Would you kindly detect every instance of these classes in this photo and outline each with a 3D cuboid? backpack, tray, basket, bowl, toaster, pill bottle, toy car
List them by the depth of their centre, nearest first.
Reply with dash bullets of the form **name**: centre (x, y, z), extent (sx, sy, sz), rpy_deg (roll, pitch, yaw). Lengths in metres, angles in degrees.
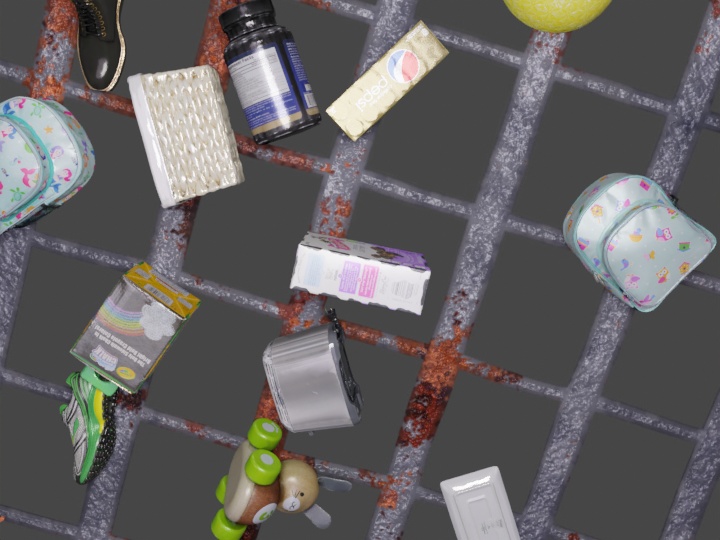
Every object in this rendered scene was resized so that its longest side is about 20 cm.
- **bowl**: centre (0.308, -0.463, 1.146), extent (0.200, 0.108, 0.200), rpy_deg (0, 100, 0)
- **pill bottle**: centre (-0.142, -0.302, 1.177), extent (0.112, 0.112, 0.200), rpy_deg (-19, 99, 4)
- **basket**: centre (-0.261, -0.208, 1.187), extent (0.123, 0.136, 0.200), rpy_deg (-13, 100, -1)
- **backpack**: centre (-0.525, -0.172, 1.193), extent (0.200, 0.151, 0.178), rpy_deg (-30, 97, 1)
- **backpack**: centre (0.425, -0.052, 1.201), extent (0.200, 0.153, 0.176), rpy_deg (42, 103, 0)
- **toaster**: centre (-0.078, 0.172, 1.263), extent (0.129, 0.114, 0.200), rpy_deg (-14, 102, 5)
- **toy car**: centre (-0.123, 0.372, 1.290), extent (0.200, 0.158, 0.164), rpy_deg (24, 112, -16)
- **tray**: centre (0.219, 0.450, 1.356), extent (0.107, 0.022, 0.200), rpy_deg (-18, 100, 3)

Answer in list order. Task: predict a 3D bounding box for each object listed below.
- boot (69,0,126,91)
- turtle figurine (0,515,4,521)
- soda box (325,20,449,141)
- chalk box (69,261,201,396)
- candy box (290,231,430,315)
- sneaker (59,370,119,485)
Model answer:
- **boot**: centre (-0.407, -0.373, 1.153), extent (0.077, 0.138, 0.200), rpy_deg (3, 101, 0)
- **turtle figurine**: centre (-0.720, 0.395, 1.329), extent (0.200, 0.064, 0.161), rpy_deg (-12, 124, 19)
- **soda box**: centre (0.041, -0.292, 1.201), extent (0.200, 0.064, 0.068), rpy_deg (-42, 97, 8)
- **chalk box**: centre (-0.372, 0.107, 1.250), extent (0.124, 0.124, 0.200), rpy_deg (36, 100, -7)
- **candy box**: centre (0.000, 0.000, 1.202), extent (0.200, 0.168, 0.072), rpy_deg (11, 100, -2)
- **sneaker**: centre (-0.465, 0.264, 1.310), extent (0.085, 0.078, 0.200), rpy_deg (7, 91, 6)
